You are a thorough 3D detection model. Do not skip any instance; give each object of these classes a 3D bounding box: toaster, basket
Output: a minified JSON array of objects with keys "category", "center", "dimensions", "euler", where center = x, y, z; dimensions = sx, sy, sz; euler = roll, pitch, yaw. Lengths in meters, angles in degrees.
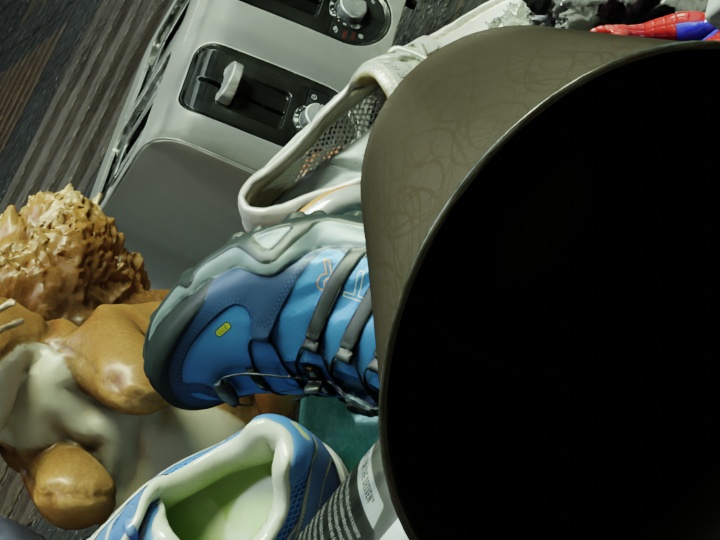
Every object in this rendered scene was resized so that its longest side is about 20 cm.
[{"category":"toaster","center":[-0.068,-0.080,1.574],"dimensions":[0.200,0.118,0.182],"euler":[-51,17,53]},{"category":"basket","center":[0.066,-0.004,0.888],"dimensions":[0.181,0.135,0.200],"euler":[-62,13,9]}]

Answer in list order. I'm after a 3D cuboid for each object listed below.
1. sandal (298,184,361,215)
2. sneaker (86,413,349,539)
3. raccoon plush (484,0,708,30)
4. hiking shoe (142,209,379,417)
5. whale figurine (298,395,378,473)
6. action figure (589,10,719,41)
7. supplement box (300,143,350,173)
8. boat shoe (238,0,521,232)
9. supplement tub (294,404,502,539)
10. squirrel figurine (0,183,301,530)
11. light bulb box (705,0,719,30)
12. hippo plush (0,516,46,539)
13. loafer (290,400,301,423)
[{"category":"sandal","center":[0.007,-0.005,1.211],"dimensions":[0.079,0.207,0.059],"euler":[-35,63,1]},{"category":"sneaker","center":[-0.090,0.124,1.060],"dimensions":[0.200,0.076,0.077],"euler":[-42,-24,-12]},{"category":"raccoon plush","center":[0.142,-0.122,1.241],"dimensions":[0.199,0.097,0.134],"euler":[-30,3,-5]},{"category":"hiking shoe","center":[0.004,0.024,1.065],"dimensions":[0.199,0.074,0.087],"euler":[-18,53,21]},{"category":"whale figurine","center":[0.052,0.035,1.129],"dimensions":[0.200,0.104,0.159],"euler":[-46,21,29]},{"category":"action figure","center":[0.115,-0.068,1.136],"dimensions":[0.199,0.052,0.066],"euler":[-24,52,12]},{"category":"supplement box","center":[-0.032,0.038,1.410],"dimensions":[0.201,0.066,0.069],"euler":[-63,20,-14]},{"category":"boat shoe","center":[0.025,-0.075,1.354],"dimensions":[0.200,0.069,0.071],"euler":[-42,54,-8]},{"category":"supplement tub","center":[0.024,0.135,1.010],"dimensions":[0.200,0.122,0.123],"euler":[-52,19,20]},{"category":"squirrel figurine","center":[-0.134,0.047,1.232],"dimensions":[0.200,0.186,0.142],"euler":[-116,42,-66]},{"category":"light bulb box","center":[0.236,-0.170,0.942],"dimensions":[0.198,0.124,0.201],"euler":[-38,28,47]},{"category":"hippo plush","center":[-0.141,0.185,1.198],"dimensions":[0.159,0.201,0.161],"euler":[-20,15,21]},{"category":"loafer","center":[-0.004,0.116,1.219],"dimensions":[0.063,0.072,0.201],"euler":[-33,36,33]}]
